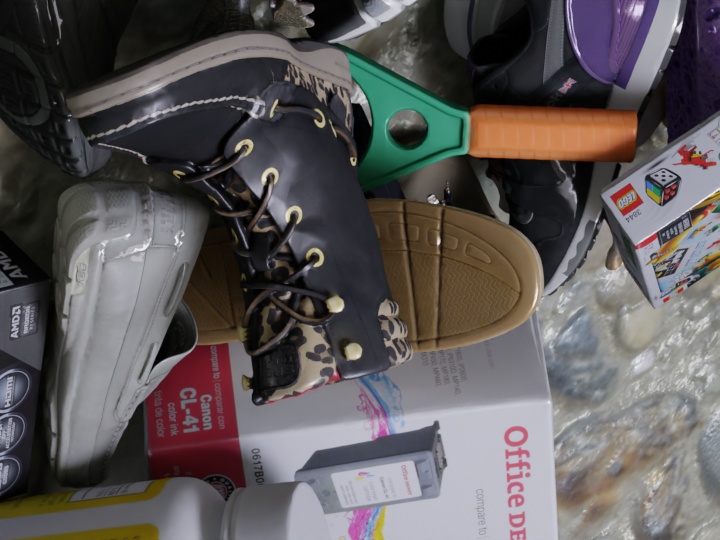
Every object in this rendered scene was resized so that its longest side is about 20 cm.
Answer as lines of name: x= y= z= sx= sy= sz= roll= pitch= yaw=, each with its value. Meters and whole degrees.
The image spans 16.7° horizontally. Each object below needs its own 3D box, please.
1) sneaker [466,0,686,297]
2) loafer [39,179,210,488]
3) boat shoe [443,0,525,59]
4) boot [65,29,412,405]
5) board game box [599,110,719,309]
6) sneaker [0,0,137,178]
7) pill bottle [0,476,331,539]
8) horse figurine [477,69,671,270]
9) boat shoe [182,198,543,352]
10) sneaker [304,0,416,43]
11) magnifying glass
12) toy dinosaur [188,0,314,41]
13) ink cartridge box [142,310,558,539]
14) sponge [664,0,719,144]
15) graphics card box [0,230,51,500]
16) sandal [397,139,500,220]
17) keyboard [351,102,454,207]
sneaker: x=0.088 y=-0.080 z=1.211 sx=0.087 sy=0.076 sz=0.200 roll=13 pitch=124 yaw=-7
loafer: x=-0.110 y=0.035 z=1.136 sx=0.070 sy=0.070 sz=0.200 roll=-1 pitch=144 yaw=-14
boat shoe: x=0.112 y=-0.182 z=1.202 sx=0.074 sy=0.065 sz=0.200 roll=13 pitch=111 yaw=-48
boot: x=-0.043 y=-0.020 z=1.040 sx=0.073 sy=0.151 sz=0.200 roll=-16 pitch=177 yaw=21
board game box: x=0.186 y=-0.042 z=1.229 sx=0.126 sy=0.035 sz=0.200 roll=-34 pitch=167 yaw=3
sneaker: x=-0.119 y=-0.125 z=1.030 sx=0.091 sy=0.076 sz=0.200 roll=-33 pitch=141 yaw=-29
pill bottle: x=-0.116 y=0.158 z=1.149 sx=0.200 sy=0.114 sz=0.114 roll=-8 pitch=139 yaw=11
horse figurine: x=0.147 y=-0.072 z=1.332 sx=0.200 sy=0.050 sz=0.133 roll=-34 pitch=134 yaw=-16
boat shoe: x=0.000 y=0.000 z=1.166 sx=0.069 sy=0.200 sz=0.074 roll=-15 pitch=104 yaw=-63
sneaker: x=0.067 y=-0.156 z=1.113 sx=0.115 sy=0.075 sz=0.200 roll=14 pitch=141 yaw=-35
magnifying glass: x=0.030 y=-0.068 z=1.161 sx=0.200 sy=0.022 sz=0.080 roll=3 pitch=105 yaw=0
toy dinosaur: x=-0.034 y=-0.156 z=1.072 sx=0.200 sy=0.077 sz=0.102 roll=94 pitch=7 yaw=-54
ink cartridge box: x=-0.004 y=0.101 z=1.240 sx=0.200 sy=0.086 sz=0.148 roll=-6 pitch=130 yaw=0
sponge: x=0.207 y=-0.157 z=1.293 sx=0.112 sy=0.030 sz=0.200 roll=-18 pitch=114 yaw=-33
graphics card box: x=-0.237 y=0.063 z=1.084 sx=0.200 sy=0.051 sz=0.126 roll=-15 pitch=129 yaw=-37
sandal: x=0.051 y=0.000 z=1.299 sx=0.080 sy=0.054 sz=0.200 roll=-43 pitch=141 yaw=-7
keyboard: x=0.011 y=0.002 z=1.227 sx=0.104 sy=0.040 sz=0.200 roll=-23 pitch=130 yaw=5
